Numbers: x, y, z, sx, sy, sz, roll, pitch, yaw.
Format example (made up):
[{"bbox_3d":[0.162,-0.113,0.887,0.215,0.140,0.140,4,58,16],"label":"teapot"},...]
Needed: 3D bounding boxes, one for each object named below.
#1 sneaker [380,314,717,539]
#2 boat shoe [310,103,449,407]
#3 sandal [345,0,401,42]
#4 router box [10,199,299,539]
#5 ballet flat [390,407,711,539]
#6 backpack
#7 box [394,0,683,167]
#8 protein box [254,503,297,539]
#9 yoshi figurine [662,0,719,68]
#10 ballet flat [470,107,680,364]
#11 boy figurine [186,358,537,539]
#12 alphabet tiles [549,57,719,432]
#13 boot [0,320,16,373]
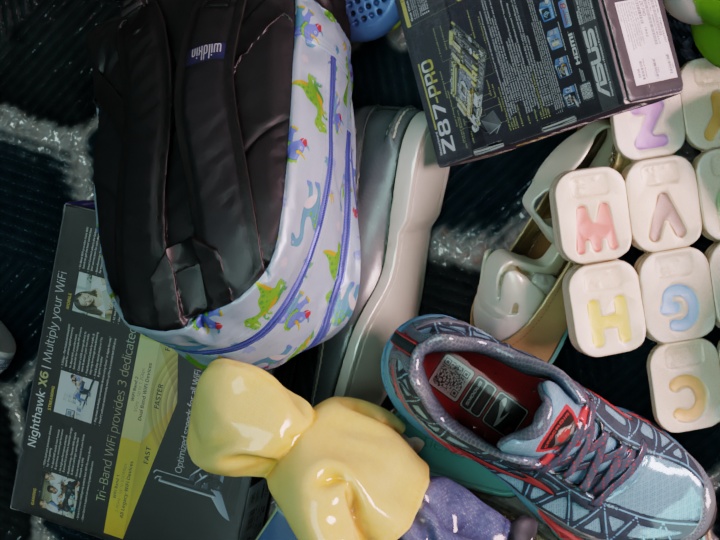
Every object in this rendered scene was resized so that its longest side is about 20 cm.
[{"bbox_3d":[0.097,0.092,0.743,0.198,0.096,0.080,27,86,2],"label":"sneaker"},{"bbox_3d":[0.000,0.000,0.842,0.061,0.073,0.203,18,97,25],"label":"boat shoe"},{"bbox_3d":[-0.059,-0.198,0.826,0.198,0.087,0.080,32,101,8],"label":"sandal"},{"bbox_3d":[-0.123,0.072,0.887,0.155,0.052,0.203,15,99,14],"label":"router box"},{"bbox_3d":[0.104,0.128,0.824,0.198,0.065,0.071,23,72,12],"label":"ballet flat"},{"bbox_3d":[-0.071,-0.046,0.779,0.161,0.154,0.202,-16,49,19],"label":"backpack"},{"bbox_3d":[0.076,-0.168,0.745,0.160,0.049,0.203,-15,90,55],"label":"box"},{"bbox_3d":[-0.005,0.257,0.830,0.198,0.135,0.201,37,104,10],"label":"protein box"},{"bbox_3d":[0.166,-0.172,0.749,0.201,0.111,0.113,55,137,29],"label":"yoshi figurine"},{"bbox_3d":[0.103,-0.015,0.805,0.202,0.063,0.069,-59,35,8],"label":"ballet flat"},{"bbox_3d":[-0.004,0.118,0.742,0.198,0.125,0.065,30,125,-6],"label":"boy figurine"},{"bbox_3d":[0.203,-0.017,0.766,0.197,0.015,0.199,-9,93,-7],"label":"alphabet tiles"},{"bbox_3d":[-0.322,0.016,0.928,0.090,0.073,0.200,-45,83,10],"label":"boot"}]
